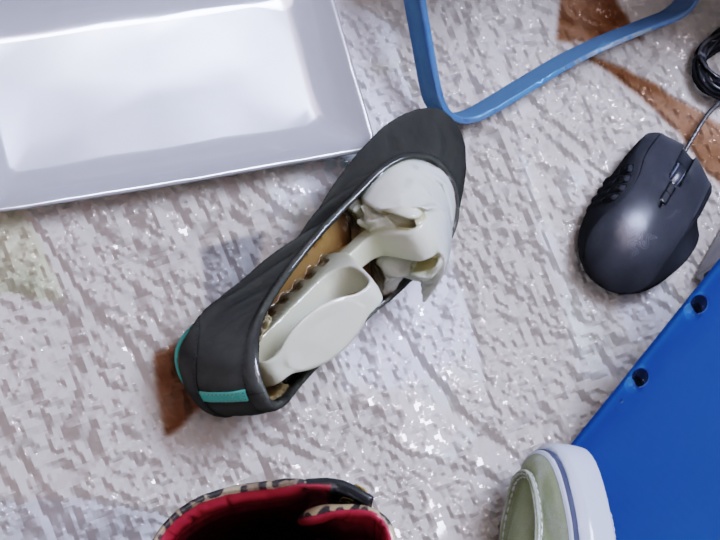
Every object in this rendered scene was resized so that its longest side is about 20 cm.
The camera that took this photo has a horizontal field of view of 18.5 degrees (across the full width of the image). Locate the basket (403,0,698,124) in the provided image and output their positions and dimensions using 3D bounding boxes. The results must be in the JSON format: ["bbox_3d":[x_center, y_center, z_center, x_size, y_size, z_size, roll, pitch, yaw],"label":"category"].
[{"bbox_3d":[0.083,-0.192,1.094,0.176,0.139,0.201,-30,120,-25],"label":"basket"}]

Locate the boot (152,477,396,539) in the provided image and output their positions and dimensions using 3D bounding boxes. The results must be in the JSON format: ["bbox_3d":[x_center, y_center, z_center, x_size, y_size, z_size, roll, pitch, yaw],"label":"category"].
[{"bbox_3d":[0.008,0.136,0.918,0.199,0.151,0.074,4,70,4],"label":"boot"}]

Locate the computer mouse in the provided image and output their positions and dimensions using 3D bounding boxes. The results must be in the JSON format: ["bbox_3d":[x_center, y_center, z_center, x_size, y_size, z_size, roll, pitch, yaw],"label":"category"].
[{"bbox_3d":[0.175,-0.066,1.137,0.059,0.034,0.200,38,64,-5],"label":"computer mouse"}]

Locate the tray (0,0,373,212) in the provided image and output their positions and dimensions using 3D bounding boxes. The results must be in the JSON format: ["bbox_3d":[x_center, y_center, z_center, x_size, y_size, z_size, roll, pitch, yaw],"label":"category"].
[{"bbox_3d":[-0.098,-0.089,1.048,0.199,0.022,0.108,-11,78,-23],"label":"tray"}]

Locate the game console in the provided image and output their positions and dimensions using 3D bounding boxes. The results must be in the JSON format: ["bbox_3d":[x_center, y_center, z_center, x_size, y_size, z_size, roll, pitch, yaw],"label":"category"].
[{"bbox_3d":[0.221,0.094,1.056,0.170,0.118,0.200,30,104,-37],"label":"game console"}]

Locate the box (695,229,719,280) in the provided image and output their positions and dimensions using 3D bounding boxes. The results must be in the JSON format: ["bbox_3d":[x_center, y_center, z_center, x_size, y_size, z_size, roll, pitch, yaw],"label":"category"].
[{"bbox_3d":[0.283,0.022,1.105,0.200,0.117,0.060,37,61,-5],"label":"box"}]

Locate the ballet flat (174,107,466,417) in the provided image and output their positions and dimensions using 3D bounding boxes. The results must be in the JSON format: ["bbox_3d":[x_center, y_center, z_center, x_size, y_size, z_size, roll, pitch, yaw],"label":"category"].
[{"bbox_3d":[0.000,0.000,1.029,0.200,0.068,0.068,-47,122,-24],"label":"ballet flat"}]

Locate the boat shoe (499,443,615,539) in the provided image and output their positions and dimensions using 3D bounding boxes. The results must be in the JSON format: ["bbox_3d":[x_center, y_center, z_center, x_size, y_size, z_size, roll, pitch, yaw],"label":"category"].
[{"bbox_3d":[0.076,0.176,1.003,0.062,0.072,0.201,9,73,-20],"label":"boat shoe"}]
